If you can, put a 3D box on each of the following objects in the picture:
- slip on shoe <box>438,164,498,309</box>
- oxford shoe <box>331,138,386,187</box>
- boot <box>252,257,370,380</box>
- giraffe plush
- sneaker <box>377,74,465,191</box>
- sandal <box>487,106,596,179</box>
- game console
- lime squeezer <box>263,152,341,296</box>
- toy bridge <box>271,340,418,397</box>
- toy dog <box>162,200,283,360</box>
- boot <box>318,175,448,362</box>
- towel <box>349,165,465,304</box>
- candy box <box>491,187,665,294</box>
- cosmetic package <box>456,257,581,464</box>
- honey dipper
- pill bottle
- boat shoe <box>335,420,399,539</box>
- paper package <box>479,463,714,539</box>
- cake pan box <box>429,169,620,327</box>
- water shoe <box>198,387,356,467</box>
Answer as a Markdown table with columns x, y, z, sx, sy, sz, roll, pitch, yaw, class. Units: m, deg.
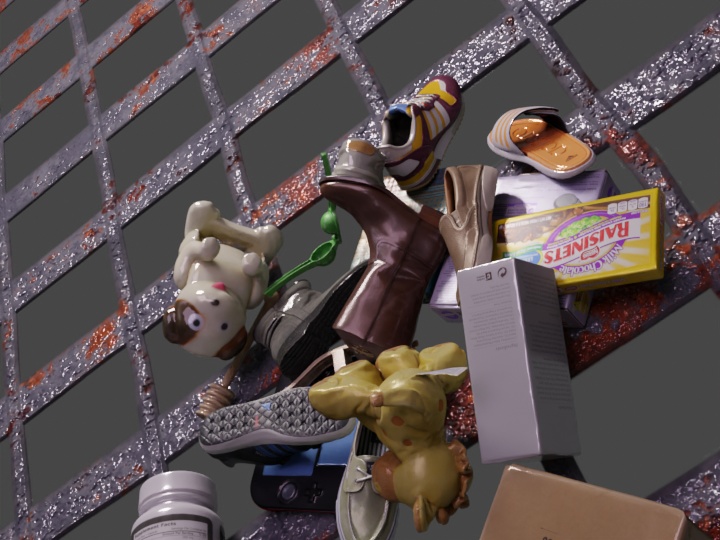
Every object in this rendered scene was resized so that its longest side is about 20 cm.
| x | y | z | sx | sy | sz | roll | pitch | yaw | class |
| --- | --- | --- | --- | --- | --- | --- | --- | --- | --- |
| 0.118 | -0.042 | 1.283 | 0.060 | 0.076 | 0.201 | 12 | 57 | -3 | slip on shoe |
| 0.001 | -0.134 | 1.449 | 0.075 | 0.200 | 0.058 | 12 | 88 | 1 | oxford shoe |
| -0.054 | 0.038 | 1.432 | 0.200 | 0.068 | 0.131 | -44 | 33 | 0 | boot |
| 0.059 | 0.178 | 1.177 | 0.172 | 0.163 | 0.200 | -19 | 10 | -28 | giraffe plush |
| 0.080 | -0.205 | 1.494 | 0.075 | 0.090 | 0.201 | -8 | 47 | 34 | sneaker |
| 0.217 | -0.168 | 1.353 | 0.079 | 0.059 | 0.207 | -29 | 26 | -10 | sandal |
| -0.043 | 0.197 | 1.359 | 0.176 | 0.031 | 0.201 | -8 | 56 | 36 | game console |
| -0.056 | -0.051 | 1.452 | 0.038 | 0.070 | 0.201 | -95 | 28 | -75 | lime squeezer |
| -0.019 | 0.124 | 1.359 | 0.199 | 0.027 | 0.067 | -24 | 48 | 16 | toy bridge |
| -0.203 | 0.030 | 1.507 | 0.194 | 0.139 | 0.200 | -52 | 19 | 28 | toy dog |
| 0.000 | 0.000 | 1.336 | 0.186 | 0.064 | 0.201 | 20 | 75 | 13 | boot |
| 0.058 | -0.043 | 1.459 | 0.146 | 0.022 | 0.201 | -4 | 57 | 37 | towel |
| 0.233 | -0.025 | 1.226 | 0.199 | 0.026 | 0.103 | -11 | 58 | 32 | candy box |
| 0.164 | 0.096 | 1.161 | 0.071 | 0.101 | 0.201 | -15 | 74 | 32 | cosmetic package |
| -0.161 | 0.114 | 1.517 | 0.038 | 0.038 | 0.201 | 6 | 61 | 42 | honey dipper |
| -0.216 | 0.350 | 1.329 | 0.114 | 0.114 | 0.201 | -27 | 46 | 21 | pill bottle |
| 0.009 | 0.224 | 1.253 | 0.072 | 0.062 | 0.201 | 1 | 61 | 7 | boat shoe |
| 0.204 | 0.297 | 1.030 | 0.199 | 0.103 | 0.191 | 8 | 67 | 42 | paper package |
| 0.188 | -0.025 | 1.316 | 0.199 | 0.052 | 0.185 | -1 | 58 | 39 | cake pan box |
| -0.091 | 0.189 | 1.331 | 0.199 | 0.079 | 0.072 | -8 | 52 | 19 | water shoe |
